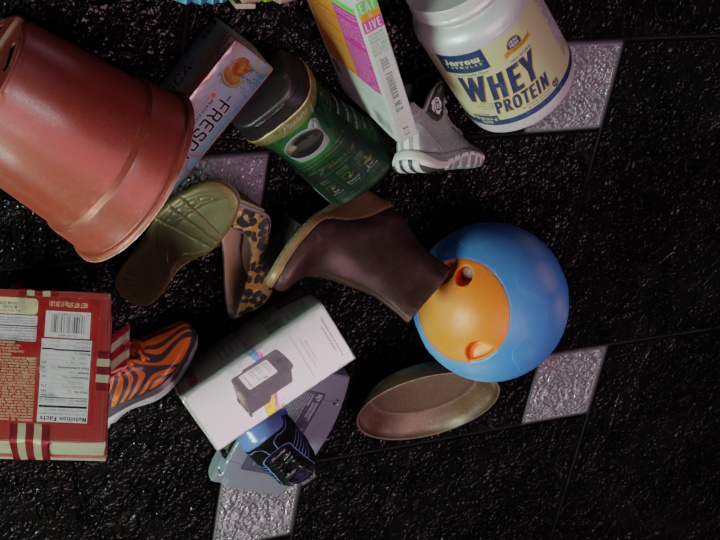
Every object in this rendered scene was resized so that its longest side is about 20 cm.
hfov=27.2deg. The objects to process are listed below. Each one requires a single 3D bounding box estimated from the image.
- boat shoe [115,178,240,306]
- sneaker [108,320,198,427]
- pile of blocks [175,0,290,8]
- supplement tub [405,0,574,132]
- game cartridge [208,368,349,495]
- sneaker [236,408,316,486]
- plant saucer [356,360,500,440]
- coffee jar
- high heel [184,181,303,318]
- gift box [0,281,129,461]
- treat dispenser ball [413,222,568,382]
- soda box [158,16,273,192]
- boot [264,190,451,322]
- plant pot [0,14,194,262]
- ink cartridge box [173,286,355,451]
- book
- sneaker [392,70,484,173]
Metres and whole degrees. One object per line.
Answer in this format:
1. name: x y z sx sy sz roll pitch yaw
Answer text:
1. boat shoe: -0.201 -0.041 1.666 0.073 0.063 0.201 35 123 -12
2. sneaker: -0.290 0.111 1.747 0.199 0.078 0.112 -39 134 -2
3. pile of blocks: -0.144 -0.314 1.534 0.198 0.082 0.063 -7 125 -27
4. supplement tub: 0.146 -0.272 1.698 0.145 0.145 0.200 -40 133 0
5. game cartridge: -0.101 0.203 1.955 0.132 0.041 0.201 19 110 -35
6. sneaker: -0.094 0.223 1.836 0.070 0.078 0.200 -36 166 3
7. plant saucer: 0.088 0.169 2.004 0.198 0.037 0.201 -11 152 -6
8. coffee jar: -0.058 -0.162 1.686 0.104 0.086 0.200 -35 136 20
9. high heel: -0.159 -0.020 1.735 0.199 0.071 0.143 24 101 -49
10. gift box: -0.341 0.103 1.605 0.182 0.187 0.202 7 75 -10
11. treat dispenser ball: 0.164 0.040 1.888 0.199 0.201 0.203 -16 128 -21
12. soda box: -0.188 -0.171 1.617 0.200 0.068 0.063 -49 132 9
13. boot: 0.000 0.000 1.757 0.200 0.166 0.072 -44 176 -35
14. plant pot: -0.303 -0.143 1.496 0.195 0.201 0.201 33 102 -33
15. ink cartridge box: -0.121 0.115 1.796 0.199 0.146 0.083 -34 104 -6
16. book: -0.003 -0.250 1.630 0.048 0.134 0.201 -29 132 -11
17. sneaker: 0.096 -0.178 1.764 0.200 0.074 0.117 -17 105 -67
